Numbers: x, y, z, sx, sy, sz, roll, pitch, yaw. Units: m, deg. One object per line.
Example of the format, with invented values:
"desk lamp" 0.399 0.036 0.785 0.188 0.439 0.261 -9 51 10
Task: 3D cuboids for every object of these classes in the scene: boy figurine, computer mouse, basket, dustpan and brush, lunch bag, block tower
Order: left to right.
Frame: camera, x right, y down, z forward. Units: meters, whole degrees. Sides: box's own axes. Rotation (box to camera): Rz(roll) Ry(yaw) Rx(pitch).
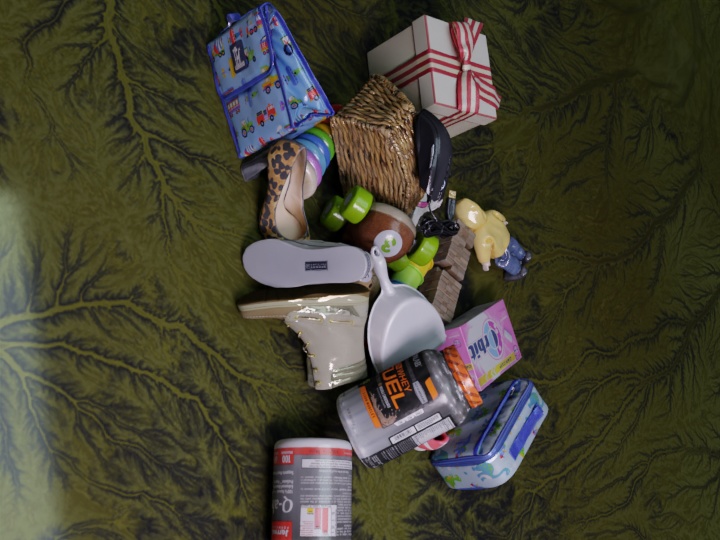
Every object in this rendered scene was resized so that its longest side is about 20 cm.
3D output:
"lunch bag" -0.149 -0.295 1.283 0.094 0.150 0.202 -26 96 -42
"basket" 0.054 -0.197 1.391 0.149 0.141 0.202 -50 145 -37
"dustpan and brush" 0.054 0.054 1.312 0.139 0.057 0.202 -32 127 -25
"block tower" 0.150 0.008 1.527 0.058 0.054 0.202 37 57 -26
"computer mouse" 0.132 -0.147 1.336 0.140 0.045 0.203 12 76 -63
"boy figurine" 0.245 -0.059 1.622 0.199 0.064 0.125 39 56 -26
"lunch bag" 0.222 0.274 1.445 0.083 0.160 0.200 53 51 -16

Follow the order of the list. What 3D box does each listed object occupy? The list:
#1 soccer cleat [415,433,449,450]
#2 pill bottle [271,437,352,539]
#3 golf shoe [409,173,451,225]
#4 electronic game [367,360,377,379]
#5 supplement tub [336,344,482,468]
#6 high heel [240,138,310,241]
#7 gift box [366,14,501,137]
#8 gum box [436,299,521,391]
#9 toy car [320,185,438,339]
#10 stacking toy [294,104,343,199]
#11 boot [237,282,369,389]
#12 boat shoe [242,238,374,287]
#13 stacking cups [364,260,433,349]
"soccer cleat" 0.087 0.190 1.360 0.068 0.073 0.203 -19 90 -34
"pill bottle" -0.069 0.344 1.202 0.115 0.115 0.203 13 69 -38
"golf shoe" 0.116 -0.135 1.524 0.092 0.072 0.202 43 54 -26
"electronic game" 0.090 0.197 1.431 0.198 0.041 0.203 13 70 -38
"supplement tub" 0.074 0.199 1.267 0.124 0.198 0.123 61 4 -7
"high heel" -0.095 -0.096 1.281 0.071 0.142 0.202 -36 102 -40
"gift box" 0.143 -0.343 1.528 0.198 0.186 0.187 -4 81 -40
"gum box" 0.211 0.133 1.514 0.199 0.066 0.115 -23 94 -55
"toy car" 0.000 0.000 1.347 0.163 0.157 0.202 31 71 -19
"stacking toy" -0.071 -0.203 1.385 0.086 0.085 0.201 50 44 -19
"boot" -0.084 0.102 1.277 0.197 0.072 0.157 -3 108 -10
"boat shoe" -0.076 -0.014 1.269 0.066 0.197 0.073 -10 96 -73
"stacking cups" 0.055 0.044 1.432 0.061 0.060 0.201 49 53 -19
